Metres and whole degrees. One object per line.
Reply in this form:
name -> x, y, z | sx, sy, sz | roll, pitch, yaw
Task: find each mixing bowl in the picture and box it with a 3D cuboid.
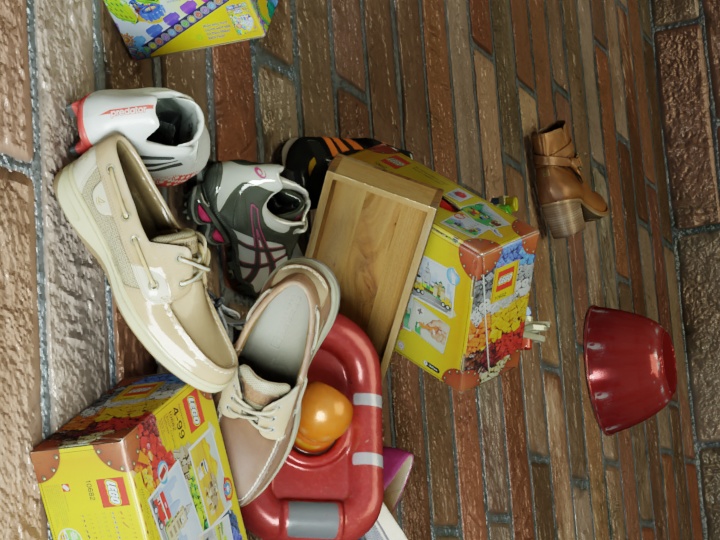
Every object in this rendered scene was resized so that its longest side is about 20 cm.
mixing bowl -> 0.416, 0.146, 2.814 | 0.200, 0.108, 0.201 | -8, 90, -69

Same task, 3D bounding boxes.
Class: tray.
tray -> 0.000, 0.000, 1.637 | 0.037, 0.098, 0.200 | -65, 173, -52

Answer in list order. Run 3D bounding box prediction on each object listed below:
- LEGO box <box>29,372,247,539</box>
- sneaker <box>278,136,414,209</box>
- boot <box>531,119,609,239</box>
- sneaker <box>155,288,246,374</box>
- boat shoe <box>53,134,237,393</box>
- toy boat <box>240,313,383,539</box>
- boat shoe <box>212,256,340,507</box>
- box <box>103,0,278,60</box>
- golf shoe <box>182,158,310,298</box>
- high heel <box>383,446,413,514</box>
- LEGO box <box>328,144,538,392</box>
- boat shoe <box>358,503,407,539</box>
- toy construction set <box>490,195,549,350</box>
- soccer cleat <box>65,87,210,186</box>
LEGO box -> -0.149, 0.192, 1.341 | 0.149, 0.077, 0.200 | -42, 122, -65
sneaker -> -0.011, -0.101, 1.798 | 0.200, 0.090, 0.070 | -18, 99, -70
boot -> 0.293, -0.139, 2.665 | 0.200, 0.077, 0.156 | -28, 105, -61
sneaker -> -0.128, 0.031, 1.450 | 0.075, 0.082, 0.200 | -65, 142, -55
boat shoe -> -0.144, -0.004, 1.347 | 0.200, 0.064, 0.071 | 56, 23, -2
toy boat -> -0.039, 0.125, 1.546 | 0.131, 0.130, 0.200 | 121, -30, -67
boat shoe -> -0.076, 0.086, 1.394 | 0.072, 0.076, 0.200 | -41, 149, -79
box -> -0.141, -0.311, 1.488 | 0.200, 0.122, 0.193 | -74, 149, -46
golf shoe -> -0.078, -0.032, 1.601 | 0.200, 0.088, 0.077 | 50, 36, -59
high heel -> 0.005, 0.261, 1.697 | 0.067, 0.096, 0.200 | 44, 42, -59
LEGO box -> 0.057, -0.005, 1.707 | 0.077, 0.200, 0.149 | -22, 131, -38
boat shoe -> -0.041, 0.205, 1.634 | 0.093, 0.075, 0.200 | -35, 91, -25
toy construction set -> 0.159, 0.001, 2.225 | 0.131, 0.092, 0.200 | 28, 46, -66
soccer cleat -> -0.150, -0.106, 1.439 | 0.200, 0.085, 0.069 | 10, 73, -68
